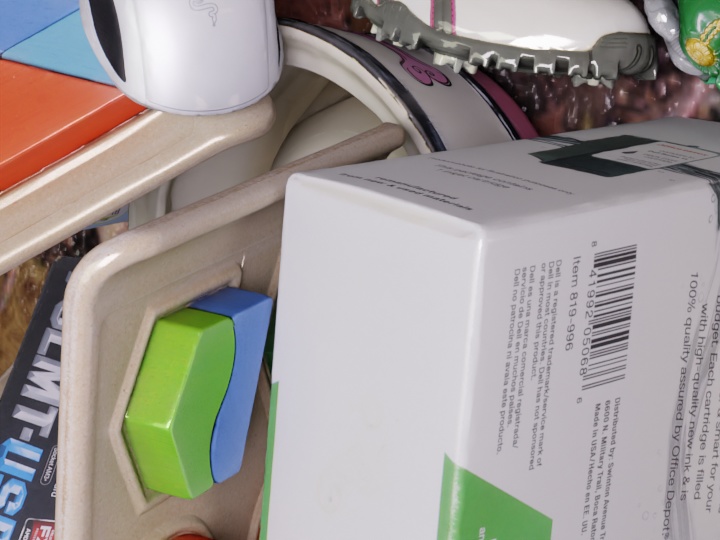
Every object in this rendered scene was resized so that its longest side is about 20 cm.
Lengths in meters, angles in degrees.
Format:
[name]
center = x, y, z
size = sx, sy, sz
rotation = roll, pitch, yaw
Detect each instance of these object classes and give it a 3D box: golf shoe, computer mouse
[golf shoe]
center = 0.028, -0.126, 0.807
size = 0.200, 0.077, 0.088
rotation = 30, 110, 33
[computer mouse]
center = -0.073, -0.143, 0.803
size = 0.044, 0.110, 0.200
rotation = 111, 145, -52

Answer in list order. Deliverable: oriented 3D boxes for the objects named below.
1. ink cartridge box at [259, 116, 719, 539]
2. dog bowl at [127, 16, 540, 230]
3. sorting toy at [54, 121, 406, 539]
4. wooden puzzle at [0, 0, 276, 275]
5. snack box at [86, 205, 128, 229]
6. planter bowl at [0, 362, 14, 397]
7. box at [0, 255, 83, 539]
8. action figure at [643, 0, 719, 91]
[ink cartridge box]
center = 0.069, 0.034, 0.718
size = 0.083, 0.200, 0.147
rotation = 19, 110, 41
[dog bowl]
center = 0.000, 0.000, 0.845
size = 0.200, 0.074, 0.200
rotation = 17, 114, 45
[sorting toy]
center = -0.037, 0.063, 0.703
size = 0.036, 0.185, 0.200
rotation = 17, 111, 22
[wooden puzzle]
center = -0.152, -0.082, 0.823
size = 0.200, 0.037, 0.185
rotation = -27, 62, 3
[snack box]
center = -0.206, -0.089, 0.955
size = 0.200, 0.169, 0.068
rotation = 41, 123, 29
[planter bowl]
center = -0.158, 0.147, 0.967
size = 0.135, 0.200, 0.200
rotation = 42, 128, -6
[box]
center = -0.096, 0.132, 0.789
size = 0.050, 0.200, 0.199
rotation = 3, 138, 13
[action figure]
center = 0.106, -0.135, 0.747
size = 0.118, 0.055, 0.200
rotation = -37, 71, 51
